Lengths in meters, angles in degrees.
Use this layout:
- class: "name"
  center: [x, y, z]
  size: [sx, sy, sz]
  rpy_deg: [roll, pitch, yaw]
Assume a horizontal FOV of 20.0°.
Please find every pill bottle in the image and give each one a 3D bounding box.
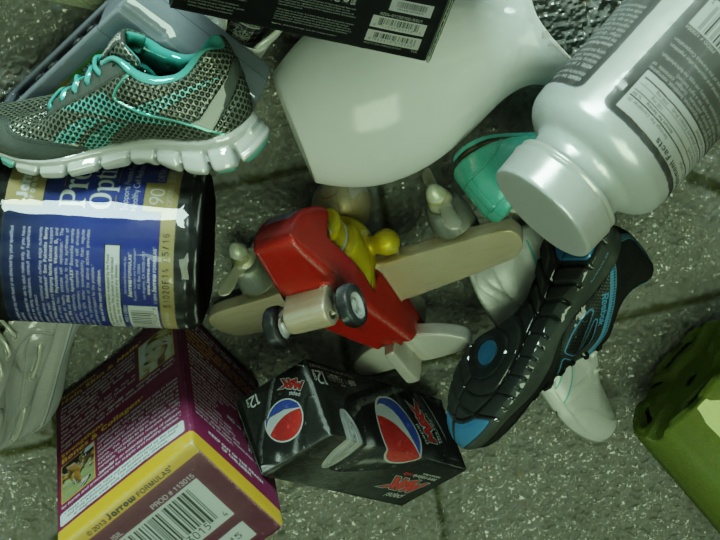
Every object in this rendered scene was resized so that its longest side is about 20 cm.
- class: "pill bottle"
  center: [-0.202, -0.019, 1.391]
  size: [0.198, 0.112, 0.113]
  rpy_deg: [3, 118, 2]
- class: "pill bottle"
  center: [0.184, -0.109, 1.357]
  size: [0.200, 0.111, 0.111]
  rpy_deg: [-47, 117, -12]

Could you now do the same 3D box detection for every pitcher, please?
- class: "pitcher"
  center: [0.034, -0.161, 1.417]
  size: [0.198, 0.121, 0.173]
  rpy_deg: [-23, 94, -2]

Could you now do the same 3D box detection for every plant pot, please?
- class: "plant pot"
  center: [0.318, 0.137, 1.582]
  size: [0.190, 0.200, 0.200]
  rpy_deg: [39, 108, -11]

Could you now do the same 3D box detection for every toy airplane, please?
- class: "toy airplane"
  center: [0.000, 0.000, 1.489]
  size: [0.198, 0.142, 0.199]
  rpy_deg: [-1, 159, -16]

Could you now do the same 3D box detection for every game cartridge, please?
- class: "game cartridge"
  center: [-0.159, -0.109, 1.407]
  size: [0.133, 0.041, 0.200]
  rpy_deg: [33, 135, -24]

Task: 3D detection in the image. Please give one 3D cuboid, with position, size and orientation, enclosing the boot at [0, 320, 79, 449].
- class: "boot"
  center: [-0.253, 0.047, 1.478]
  size: [0.073, 0.096, 0.202]
  rpy_deg: [21, 119, 19]

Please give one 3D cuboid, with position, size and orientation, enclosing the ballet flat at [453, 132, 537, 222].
- class: "ballet flat"
  center: [0.152, -0.071, 1.451]
  size: [0.199, 0.071, 0.067]
  rpy_deg: [-16, 162, -36]

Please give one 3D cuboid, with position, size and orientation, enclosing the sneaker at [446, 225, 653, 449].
- class: "sneaker"
  center: [0.141, 0.055, 1.491]
  size: [0.082, 0.073, 0.201]
  rpy_deg: [27, 105, -39]

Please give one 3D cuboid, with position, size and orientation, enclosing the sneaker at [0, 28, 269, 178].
- class: "sneaker"
  center: [-0.159, -0.116, 1.336]
  size: [0.198, 0.078, 0.092]
  rpy_deg: [-2, 119, 13]

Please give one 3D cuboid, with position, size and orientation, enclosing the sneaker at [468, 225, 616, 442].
- class: "sneaker"
  center: [0.156, 0.050, 1.562]
  size: [0.080, 0.071, 0.201]
  rpy_deg: [-31, 117, 6]

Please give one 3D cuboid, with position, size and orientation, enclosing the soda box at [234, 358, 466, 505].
- class: "soda box"
  center: [-0.003, 0.123, 1.521]
  size: [0.070, 0.064, 0.199]
  rpy_deg: [-31, 154, 23]

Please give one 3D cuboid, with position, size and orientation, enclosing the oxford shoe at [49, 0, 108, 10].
- class: "oxford shoe"
  center: [-0.229, -0.223, 1.372]
  size: [0.198, 0.075, 0.058]
  rpy_deg: [12, 72, -6]

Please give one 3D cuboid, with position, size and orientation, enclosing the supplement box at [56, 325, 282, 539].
- class: "supplement box"
  center: [-0.144, 0.140, 1.493]
  size: [0.131, 0.200, 0.103]
  rpy_deg: [-38, 117, 13]

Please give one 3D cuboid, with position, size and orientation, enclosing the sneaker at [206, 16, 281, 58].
- class: "sneaker"
  center: [-0.096, -0.162, 1.407]
  size: [0.076, 0.081, 0.201]
  rpy_deg: [23, 117, -22]

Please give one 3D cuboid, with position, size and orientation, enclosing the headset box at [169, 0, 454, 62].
- class: "headset box"
  center: [-0.029, -0.246, 1.309]
  size: [0.172, 0.201, 0.093]
  rpy_deg: [11, 133, -13]
